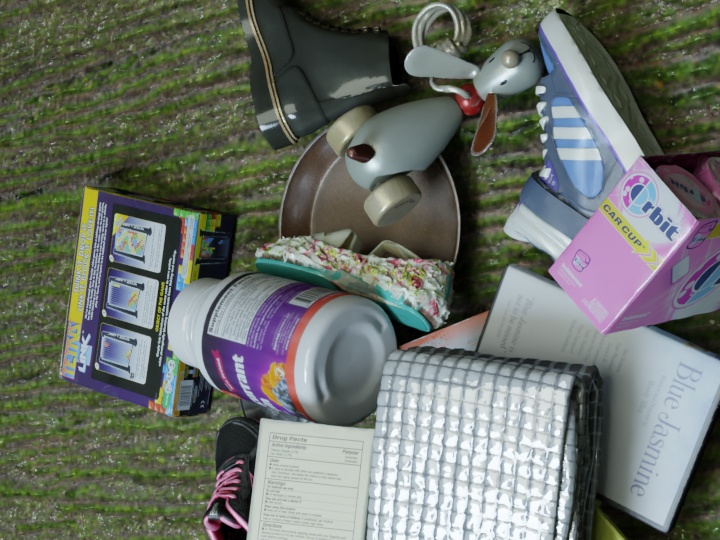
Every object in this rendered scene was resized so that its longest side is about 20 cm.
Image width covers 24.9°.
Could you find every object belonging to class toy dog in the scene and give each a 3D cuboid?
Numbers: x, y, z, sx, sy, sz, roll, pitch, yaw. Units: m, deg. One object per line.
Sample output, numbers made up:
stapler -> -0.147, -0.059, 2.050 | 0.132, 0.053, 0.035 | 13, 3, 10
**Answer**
toy dog -> 0.053, -0.130, 1.355 | 0.132, 0.096, 0.200 | 36, 95, 14

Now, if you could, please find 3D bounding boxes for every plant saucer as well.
plant saucer -> 0.014, -0.038, 1.459 | 0.199, 0.034, 0.202 | 0, 89, 37

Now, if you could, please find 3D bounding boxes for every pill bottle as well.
pill bottle -> -0.074, 0.062, 1.414 | 0.199, 0.111, 0.112 | 12, 97, 44

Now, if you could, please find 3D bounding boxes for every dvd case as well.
dvd case -> 0.177, 0.098, 1.271 | 0.199, 0.018, 0.143 | 25, 105, 24

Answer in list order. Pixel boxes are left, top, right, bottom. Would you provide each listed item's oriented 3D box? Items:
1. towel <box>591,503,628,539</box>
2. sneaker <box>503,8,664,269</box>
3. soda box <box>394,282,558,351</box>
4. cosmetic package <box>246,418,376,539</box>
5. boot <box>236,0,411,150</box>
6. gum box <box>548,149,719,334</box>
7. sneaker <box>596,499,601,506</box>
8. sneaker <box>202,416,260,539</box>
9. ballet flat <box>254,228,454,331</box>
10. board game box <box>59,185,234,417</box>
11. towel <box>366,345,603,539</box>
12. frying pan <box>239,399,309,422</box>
towel -> 0.136, 0.186, 1.280 | 0.200, 0.018, 0.086 | 47, 115, 17
sneaker -> 0.157, -0.093, 1.323 | 0.146, 0.080, 0.201 | -35, 75, 26
soda box -> 0.128, 0.064, 1.355 | 0.199, 0.063, 0.069 | -24, 76, 35
cosmetic package -> -0.034, 0.224, 1.303 | 0.103, 0.073, 0.201 | 4, 80, 19
boot -> -0.032, -0.215, 1.486 | 0.138, 0.077, 0.201 | -18, 65, 13
gum box -> 0.243, -0.025, 1.193 | 0.066, 0.199, 0.114 | 51, 125, 24
sneaker -> 0.152, 0.190, 1.325 | 0.074, 0.081, 0.201 | 13, 97, 35
sneaker -> -0.103, 0.210, 1.446 | 0.079, 0.095, 0.201 | -36, 50, 24
ballet flat -> 0.000, 0.000, 1.418 | 0.199, 0.076, 0.064 | 18, 69, 31
board game box -> -0.212, 0.028, 1.612 | 0.165, 0.057, 0.201 | 14, 98, 38
towel -> 0.097, 0.163, 1.245 | 0.165, 0.085, 0.201 | 6, 96, 27
frying pan -> -0.050, 0.114, 1.489 | 0.189, 0.031, 0.116 | -14, 93, 46
